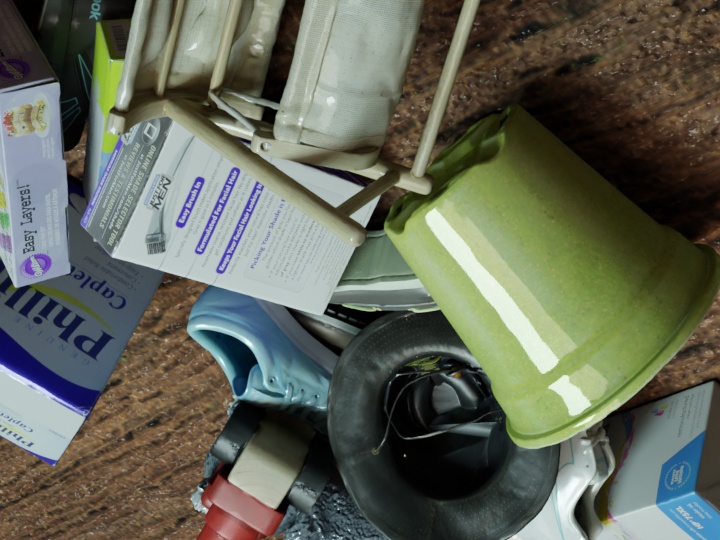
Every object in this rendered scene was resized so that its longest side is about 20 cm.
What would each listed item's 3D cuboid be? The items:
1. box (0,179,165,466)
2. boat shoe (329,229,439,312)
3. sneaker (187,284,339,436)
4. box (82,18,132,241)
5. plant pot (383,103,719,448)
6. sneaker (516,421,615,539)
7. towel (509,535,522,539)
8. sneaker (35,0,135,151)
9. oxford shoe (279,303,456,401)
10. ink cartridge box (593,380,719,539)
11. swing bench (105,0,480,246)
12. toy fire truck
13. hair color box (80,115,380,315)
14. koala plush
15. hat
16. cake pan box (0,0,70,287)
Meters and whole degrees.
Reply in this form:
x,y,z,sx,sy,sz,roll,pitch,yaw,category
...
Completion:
x,y,z,sx,sy,sz,roll,pitch,yaw,category
-0.282,0.026,1.287,0.183,0.201,0.105,31,140,-11,box
0.000,0.000,1.222,0.200,0.072,0.061,4,153,39,boat shoe
-0.067,0.093,1.247,0.200,0.082,0.074,43,141,-7,sneaker
-0.143,-0.107,1.149,0.121,0.048,0.201,-8,145,-20,box
0.122,-0.009,1.083,0.184,0.201,0.200,46,137,-10,plant pot
0.172,0.131,1.233,0.080,0.070,0.202,13,107,45,sneaker
0.098,0.224,1.324,0.131,0.034,0.202,-9,106,17,towel
-0.208,-0.146,1.157,0.079,0.076,0.200,8,153,-11,sneaker
-0.013,0.067,1.287,0.199,0.073,0.085,27,109,-1,oxford shoe
0.233,0.183,1.286,0.067,0.117,0.199,40,137,-22,ink cartridge box
-0.036,-0.157,0.960,0.199,0.130,0.200,26,117,15,swing bench
-0.093,0.219,1.281,0.128,0.176,0.201,31,97,-2,toy fire truck
-0.093,-0.046,1.122,0.199,0.110,0.065,18,-167,-42,hair color box
-0.067,0.218,1.437,0.200,0.178,0.183,45,133,-18,koala plush
0.069,0.127,1.228,0.199,0.202,0.081,15,178,10,hat
-0.273,-0.115,1.145,0.052,0.185,0.201,-16,140,-21,cake pan box
